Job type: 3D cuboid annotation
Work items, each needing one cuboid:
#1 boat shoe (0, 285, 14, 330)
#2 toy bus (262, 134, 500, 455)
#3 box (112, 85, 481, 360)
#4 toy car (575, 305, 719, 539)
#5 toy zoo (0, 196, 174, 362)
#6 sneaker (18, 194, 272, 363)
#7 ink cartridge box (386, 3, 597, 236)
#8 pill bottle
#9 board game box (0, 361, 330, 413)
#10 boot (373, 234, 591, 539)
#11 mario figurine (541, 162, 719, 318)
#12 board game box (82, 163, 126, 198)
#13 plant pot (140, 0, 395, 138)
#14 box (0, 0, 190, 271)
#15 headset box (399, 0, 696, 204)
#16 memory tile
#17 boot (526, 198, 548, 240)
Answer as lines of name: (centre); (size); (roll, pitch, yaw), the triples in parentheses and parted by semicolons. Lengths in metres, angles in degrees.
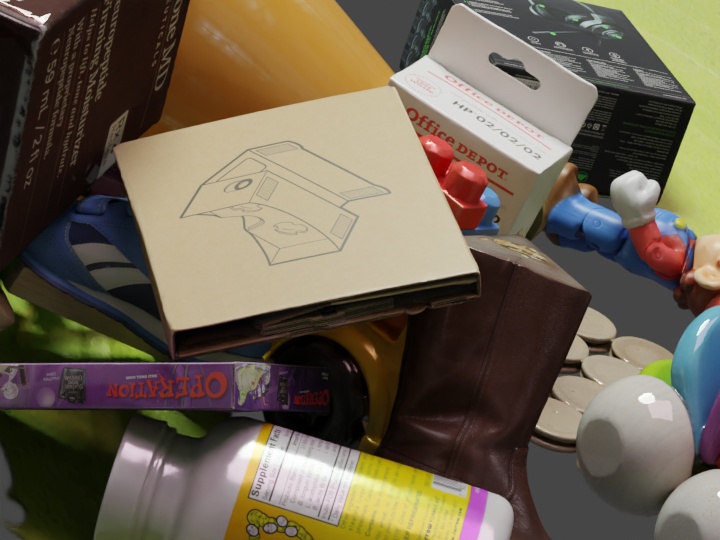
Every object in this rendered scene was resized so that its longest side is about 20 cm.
boat shoe: (-0.254, -0.008, 1.552); (0.065, 0.072, 0.200); (-28, 31, -10)
toy bus: (0.000, 0.000, 1.557); (0.200, 0.192, 0.136); (35, 24, 29)
box: (-0.038, -0.029, 1.437); (0.163, 0.021, 0.200); (-11, 34, -7)
toy car: (0.240, 0.102, 1.573); (0.175, 0.150, 0.200); (-1, 39, -37)
toy zoo: (-0.192, -0.024, 1.634); (0.131, 0.020, 0.200); (27, 16, -39)
sneaker: (-0.123, -0.013, 1.522); (0.200, 0.082, 0.074); (29, 12, 18)
ink cartridge box: (0.052, -0.052, 1.694); (0.115, 0.200, 0.068); (33, 26, 11)
pill bottle: (-0.030, 0.137, 1.365); (0.200, 0.104, 0.104); (17, 24, 1)
board game box: (-0.130, 0.061, 1.404); (0.200, 0.032, 0.120); (-1, -8, 24)
boot: (0.098, 0.087, 1.446); (0.186, 0.200, 0.064); (18, -3, -3)
mario figurine: (0.229, -0.024, 1.898); (0.200, 0.106, 0.123); (27, 31, 22)
board game box: (-0.175, -0.081, 1.792); (0.200, 0.032, 0.120); (22, 22, 5)
plant pot: (-0.084, -0.128, 1.708); (0.183, 0.200, 0.200); (39, 26, 4)
box: (-0.207, -0.136, 1.468); (0.164, 0.166, 0.200); (25, 37, 12)
headset box: (0.140, -0.148, 2.109); (0.174, 0.093, 0.200); (9, 26, -21)
memory tile: (0.154, 0.080, 1.733); (0.153, 0.017, 0.200); (29, 25, 20)
boot: (0.082, -0.060, 1.846); (0.175, 0.066, 0.200); (-4, 13, 29)
